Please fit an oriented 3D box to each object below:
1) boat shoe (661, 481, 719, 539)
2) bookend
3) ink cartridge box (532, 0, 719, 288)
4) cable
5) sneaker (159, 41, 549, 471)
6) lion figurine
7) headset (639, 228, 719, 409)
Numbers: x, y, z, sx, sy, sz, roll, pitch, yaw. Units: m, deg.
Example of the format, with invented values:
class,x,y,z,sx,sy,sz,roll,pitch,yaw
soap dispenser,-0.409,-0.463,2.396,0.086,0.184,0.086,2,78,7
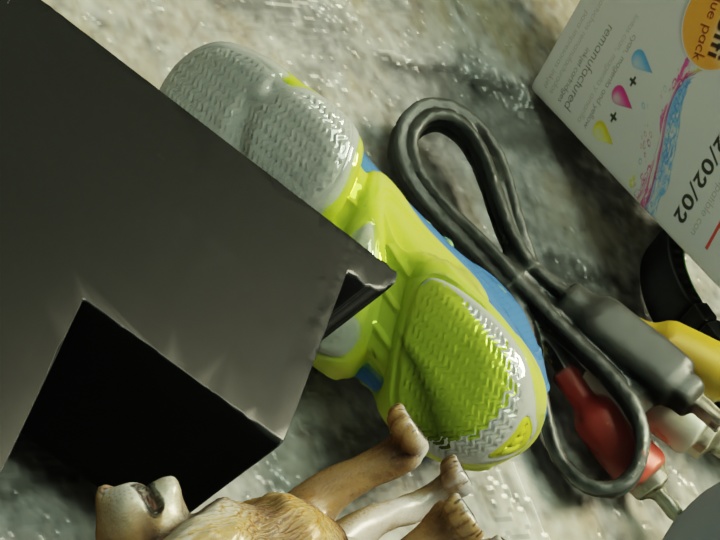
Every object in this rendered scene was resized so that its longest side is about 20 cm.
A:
class,x,y,z,sx,sy,sz,roll,pitch,yaw
boat shoe,0.129,0.161,1.018,0.070,0.071,0.200,50,39,-13
bookend,-0.112,0.029,0.881,0.200,0.092,0.199,37,44,-17
ink cartridge box,0.170,-0.065,1.135,0.068,0.115,0.200,7,31,-39
cable,0.074,0.021,1.107,0.200,0.050,0.097,41,71,11
sneaker,0.000,0.000,1.037,0.200,0.076,0.105,52,9,18
lion figurine,-0.016,0.105,0.894,0.073,0.122,0.200,57,3,24
headset,0.206,0.040,1.158,0.123,0.094,0.200,-8,55,-45
